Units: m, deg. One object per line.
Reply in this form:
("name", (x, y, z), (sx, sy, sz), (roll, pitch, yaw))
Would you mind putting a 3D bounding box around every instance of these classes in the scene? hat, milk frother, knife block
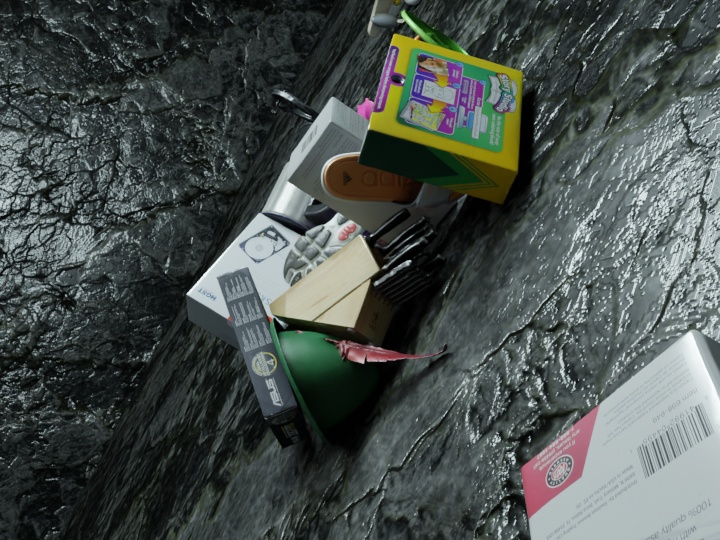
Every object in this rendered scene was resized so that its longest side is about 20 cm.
("hat", (0.007, 0.104, 0.955), (0.176, 0.166, 0.200), (-28, 46, 1))
("milk frother", (-0.106, -0.170, 1.321), (0.180, 0.200, 0.189), (-17, 45, 61))
("knife block", (0.000, 0.000, 0.994), (0.200, 0.064, 0.176), (5, 67, 38))

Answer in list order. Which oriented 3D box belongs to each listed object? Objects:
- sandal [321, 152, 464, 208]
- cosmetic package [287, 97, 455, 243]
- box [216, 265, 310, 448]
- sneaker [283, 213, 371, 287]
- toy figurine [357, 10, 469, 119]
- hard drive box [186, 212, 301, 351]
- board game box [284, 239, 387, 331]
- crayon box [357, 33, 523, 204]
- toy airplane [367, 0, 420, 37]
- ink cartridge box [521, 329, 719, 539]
("sandal", (0.057, -0.109, 0.954), (0.059, 0.206, 0.079), (-155, 60, -67))
("cosmetic package", (0.015, -0.120, 1.045), (0.108, 0.200, 0.085), (-48, 22, 27))
("box", (-0.124, 0.116, 1.033), (0.161, 0.049, 0.200), (90, 158, -65))
("sneaker", (-0.030, -0.036, 1.225), (0.200, 0.081, 0.083), (-42, -29, -5))
("toy figurine", (0.076, -0.281, 1.234), (0.184, 0.150, 0.200), (-50, -3, 22))
("hard drive box", (-0.153, 0.028, 1.263), (0.200, 0.156, 0.077), (-55, -13, -34))
("board game box", (-0.034, 0.028, 1.152), (0.200, 0.035, 0.136), (-46, 1, 41))
("crayon box", (0.101, -0.183, 0.939), (0.058, 0.172, 0.200), (110, 176, -48))
("toy airplane", (0.078, -0.666, 1.851), (0.199, 0.141, 0.200), (-51, -18, -11))
("ink cartridge box", (0.163, 0.152, 0.383), (0.146, 0.085, 0.200), (-50, 18, 31))
